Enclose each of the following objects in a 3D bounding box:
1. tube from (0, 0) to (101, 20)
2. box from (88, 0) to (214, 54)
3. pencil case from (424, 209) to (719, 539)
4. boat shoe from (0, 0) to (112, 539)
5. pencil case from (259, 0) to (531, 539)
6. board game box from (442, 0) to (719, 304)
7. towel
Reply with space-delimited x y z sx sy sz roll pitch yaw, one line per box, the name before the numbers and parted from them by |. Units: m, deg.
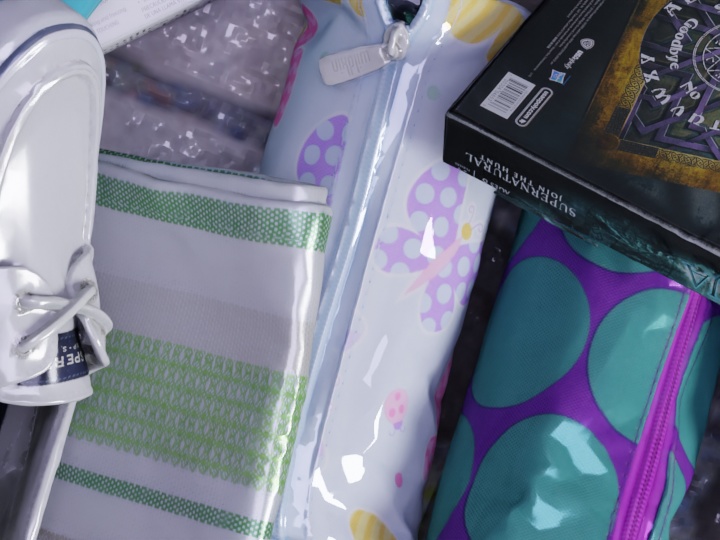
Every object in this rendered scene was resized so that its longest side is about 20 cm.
tube | -0.074 -0.140 0.919 0.200 0.077 0.050 -53 140 -16
box | -0.031 -0.120 0.951 0.200 0.039 0.042 -27 93 -6
pencil case | 0.077 0.046 0.921 0.085 0.092 0.201 28 71 -36
boat shoe | -0.104 0.018 0.864 0.065 0.073 0.201 31 119 33
pencil case | 0.000 0.000 0.931 0.083 0.091 0.201 14 90 -7
board game box | 0.135 -0.075 0.907 0.135 0.028 0.200 29 57 19
towel | -0.089 0.060 0.909 0.149 0.031 0.201 11 88 35
